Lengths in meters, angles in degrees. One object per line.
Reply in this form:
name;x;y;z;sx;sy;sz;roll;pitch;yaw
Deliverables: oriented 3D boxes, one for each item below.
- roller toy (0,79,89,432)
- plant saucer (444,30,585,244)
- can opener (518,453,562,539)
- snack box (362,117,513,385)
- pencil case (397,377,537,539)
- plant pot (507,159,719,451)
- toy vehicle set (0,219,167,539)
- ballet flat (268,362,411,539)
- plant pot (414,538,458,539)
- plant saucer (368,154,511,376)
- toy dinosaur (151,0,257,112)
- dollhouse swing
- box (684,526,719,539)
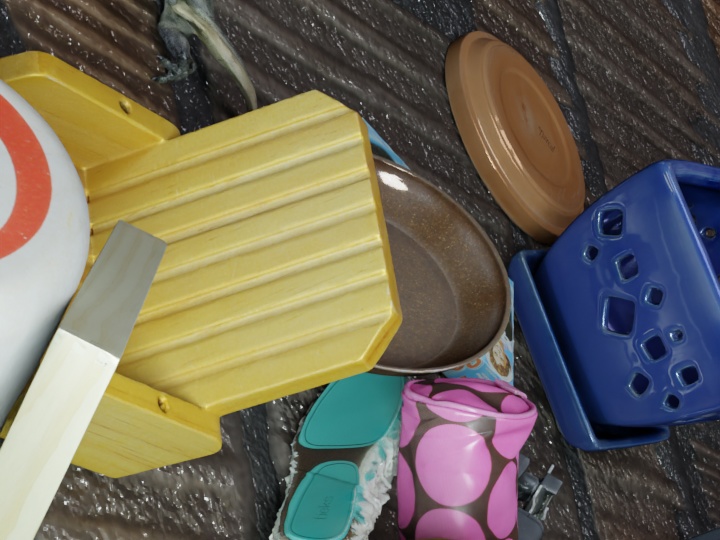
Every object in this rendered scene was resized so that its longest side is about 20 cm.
roller toy;-0.216;0.000;0.796;0.182;0.140;0.200;43;37;14
plant saucer;0.142;-0.120;1.706;0.200;0.032;0.201;42;34;-38
can opener;0.087;0.181;1.340;0.067;0.053;0.200;32;26;9
snack box;0.044;-0.004;1.419;0.200;0.037;0.116;45;33;-33
pencil case;0.068;0.163;1.182;0.093;0.091;0.201;-6;105;-28
plant pot;0.239;0.039;1.576;0.200;0.180;0.200;0;66;-60
toy vehicle set;-0.129;0.058;0.836;0.026;0.124;0.200;26;12;-6
ballet flat;-0.013;0.132;1.186;0.072;0.072;0.200;54;30;-18
plant pot;0.043;0.228;1.072;0.200;0.200;0.142;59;10;-9
plant saucer;0.000;0.000;1.260;0.200;0.037;0.201;16;41;-14
toy dinosaur;-0.116;-0.168;1.270;0.200;0.047;0.088;62;20;-11
dollhouse swing;-0.106;-0.023;1.014;0.182;0.176;0.200;29;43;-49
box;0.286;0.288;1.420;0.198;0.200;0.123;41;35;-37
